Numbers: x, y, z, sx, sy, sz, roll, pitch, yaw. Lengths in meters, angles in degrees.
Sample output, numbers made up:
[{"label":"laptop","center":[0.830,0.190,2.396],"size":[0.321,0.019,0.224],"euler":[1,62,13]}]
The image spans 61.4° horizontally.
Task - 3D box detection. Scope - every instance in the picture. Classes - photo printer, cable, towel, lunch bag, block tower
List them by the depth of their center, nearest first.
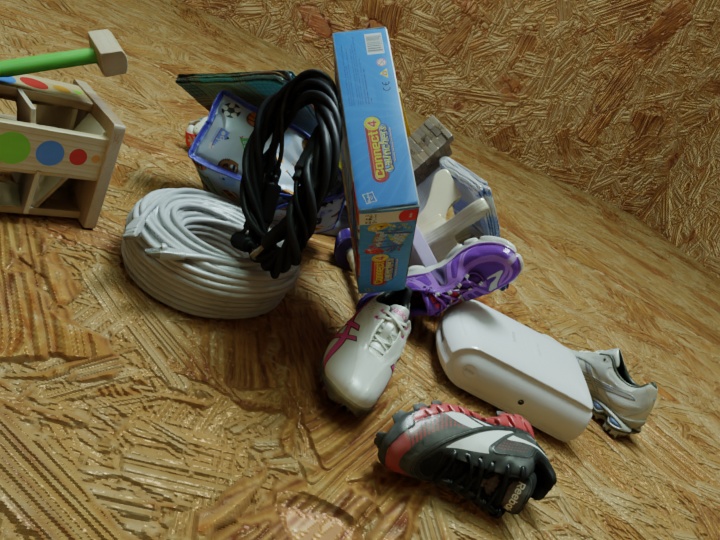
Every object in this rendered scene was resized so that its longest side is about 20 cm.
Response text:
[{"label":"cable","center":[-0.073,-0.097,0.591],"size":[0.050,0.202,0.163],"euler":[16,13,-30]},{"label":"cable","center":[-0.166,-0.021,0.689],"size":[0.198,0.070,0.200],"euler":[20,23,-21]},{"label":"photo printer","center":[0.191,0.118,0.793],"size":[0.199,0.070,0.167],"euler":[28,22,-1]},{"label":"towel","center":[-0.132,-0.212,0.805],"size":[0.198,0.022,0.147],"euler":[11,-17,33]},{"label":"lunch bag","center":[-0.115,-0.121,0.820],"size":[0.198,0.125,0.170],"euler":[23,-13,-3]},{"label":"towel","center":[0.180,-0.075,0.971],"size":[0.024,0.201,0.147],"euler":[-25,35,-7]},{"label":"block tower","center":[0.064,-0.157,0.986],"size":[0.054,0.200,0.058],"euler":[49,5,21]}]

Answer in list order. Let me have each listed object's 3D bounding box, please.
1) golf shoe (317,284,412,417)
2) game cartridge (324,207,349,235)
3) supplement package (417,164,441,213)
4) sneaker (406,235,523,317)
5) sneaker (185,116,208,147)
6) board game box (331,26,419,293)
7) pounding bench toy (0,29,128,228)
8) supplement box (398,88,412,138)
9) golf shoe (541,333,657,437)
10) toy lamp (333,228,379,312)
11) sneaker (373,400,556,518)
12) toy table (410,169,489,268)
[{"label":"golf shoe","center":[0.011,0.074,0.651],"size":[0.072,0.092,0.200],"euler":[35,24,-4]},{"label":"game cartridge","center":[-0.106,-0.128,1.034],"size":[0.132,0.041,0.200],"euler":[2,33,-40]},{"label":"supplement package","center":[0.051,-0.160,1.084],"size":[0.199,0.121,0.121],"euler":[25,-4,19]},{"label":"sneaker","center":[0.120,0.025,0.795],"size":[0.081,0.199,0.084],"euler":[54,32,-17]},{"label":"sneaker","center":[-0.246,-0.207,1.024],"size":[0.092,0.071,0.200],"euler":[-2,35,-20]},{"label":"board game box","center":[0.012,-0.104,0.637],"size":[0.055,0.196,0.202],"euler":[-7,67,-3]},{"label":"pounding bench toy","center":[-0.344,-0.165,0.621],"size":[0.155,0.201,0.124],"euler":[1,34,-48]},{"label":"supplement box","center":[-0.030,-0.214,0.973],"size":[0.110,0.199,0.109],"euler":[45,-13,37]},{"label":"golf shoe","center":[0.337,0.140,0.878],"size":[0.078,0.098,0.200],"euler":[1,33,-45]},{"label":"toy lamp","center":[0.000,0.000,0.847],"size":[0.058,0.059,0.200],"euler":[17,24,-24]},{"label":"sneaker","center":[0.107,0.178,0.564],"size":[0.199,0.071,0.098],"euler":[14,23,-32]},{"label":"toy table","center":[0.121,-0.052,0.914],"size":[0.201,0.116,0.184],"euler":[64,-6,-1]}]
